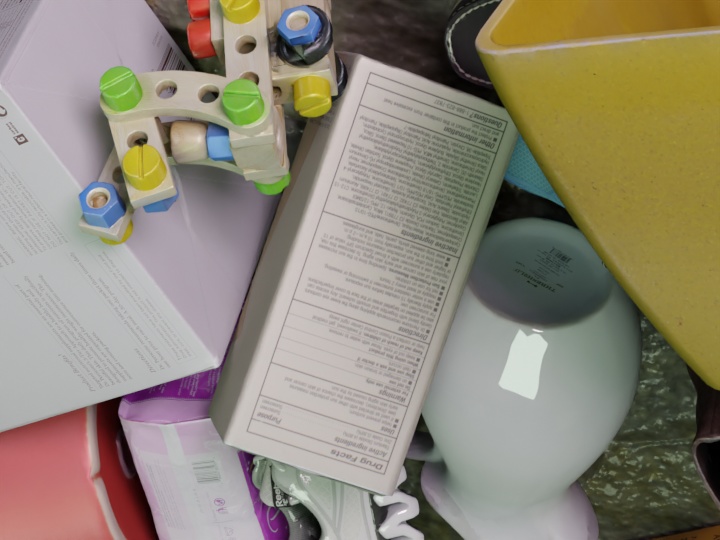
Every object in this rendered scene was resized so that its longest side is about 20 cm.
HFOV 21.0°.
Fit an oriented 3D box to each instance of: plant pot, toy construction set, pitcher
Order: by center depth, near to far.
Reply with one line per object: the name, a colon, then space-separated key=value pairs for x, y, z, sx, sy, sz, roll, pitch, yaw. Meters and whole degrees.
plant pot: x=0.188 y=-0.064 z=0.719 sx=0.199 sy=0.200 sz=0.177 roll=-1 pitch=126 yaw=31
toy construction set: x=-0.076 y=-0.116 z=0.915 sx=0.130 sy=0.201 sz=0.092 roll=-9 pitch=164 yaw=7
pitcher: x=0.066 y=0.059 z=1.066 sx=0.171 sy=0.121 sz=0.201 roll=27 pitch=141 yaw=21
plant pot: x=-0.216 y=0.127 z=1.155 sx=0.176 sy=0.201 sz=0.201 roll=-12 pitch=127 yaw=11

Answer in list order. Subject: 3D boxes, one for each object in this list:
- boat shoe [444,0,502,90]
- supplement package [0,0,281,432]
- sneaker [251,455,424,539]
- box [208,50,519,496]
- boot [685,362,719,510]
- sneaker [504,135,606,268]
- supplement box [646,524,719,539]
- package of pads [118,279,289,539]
boat shoe: x=0.115 y=-0.112 z=0.896 sx=0.199 sy=0.065 sz=0.072 roll=3 pitch=116 yaw=37
supplement package: x=-0.185 y=-0.038 z=1.017 sx=0.199 sy=0.148 sz=0.192 roll=-17 pitch=124 yaw=28
sneaker: x=-0.023 y=0.083 z=1.061 sx=0.081 sy=0.075 sz=0.201 roll=-16 pitch=102 yaw=-23
box: x=0.000 y=0.000 z=0.968 sx=0.094 sy=0.078 sz=0.201 roll=20 pitch=94 yaw=-13
boot: x=0.214 y=0.100 z=1.014 sx=0.072 sy=0.167 sz=0.201 roll=-13 pitch=126 yaw=25
sneaker: x=0.129 y=-0.045 z=0.924 sx=0.199 sy=0.090 sz=0.079 roll=18 pitch=129 yaw=48
supplement box: x=0.244 y=0.187 z=1.152 sx=0.199 sy=0.067 sz=0.069 roll=-15 pitch=122 yaw=26
package of pads: x=-0.074 y=0.116 z=1.140 sx=0.075 sy=0.121 sz=0.201 roll=0 pitch=131 yaw=16
